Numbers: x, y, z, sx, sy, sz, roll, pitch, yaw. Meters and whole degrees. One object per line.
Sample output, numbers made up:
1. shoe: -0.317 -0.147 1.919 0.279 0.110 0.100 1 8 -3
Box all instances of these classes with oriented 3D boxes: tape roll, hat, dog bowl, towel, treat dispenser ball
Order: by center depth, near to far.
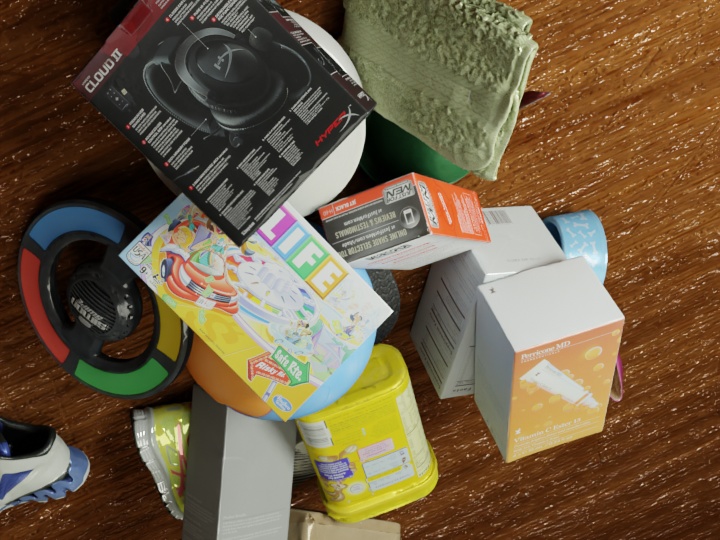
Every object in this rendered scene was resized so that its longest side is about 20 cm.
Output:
1. towel: 0.054 -0.177 0.787 0.036 0.200 0.149 -29 145 -37
2. tape roll: -0.095 -0.131 0.825 0.201 0.037 0.204 0 127 0
3. hat: 0.092 -0.100 0.881 0.165 0.177 0.200 -31 137 5
4. treat dispenser ball: -0.083 0.046 0.930 0.199 0.201 0.202 -13 136 -12
5. dog bowl: 0.227 0.018 1.114 0.049 0.112 0.201 2 132 -14

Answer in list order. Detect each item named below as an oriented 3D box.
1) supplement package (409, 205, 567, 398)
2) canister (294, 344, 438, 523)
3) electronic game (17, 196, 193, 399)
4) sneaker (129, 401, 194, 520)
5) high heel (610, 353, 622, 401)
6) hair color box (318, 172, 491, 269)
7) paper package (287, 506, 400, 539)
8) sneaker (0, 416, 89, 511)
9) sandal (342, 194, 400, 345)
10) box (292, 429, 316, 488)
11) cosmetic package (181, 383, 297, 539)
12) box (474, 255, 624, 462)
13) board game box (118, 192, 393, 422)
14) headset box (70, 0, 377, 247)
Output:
1. supplement package: 0.144 0.038 1.092 0.113 0.110 0.201 -4 133 -21
2. canister: 0.004 0.192 1.102 0.148 0.087 0.201 -19 132 -4
3. electronic game: -0.240 0.028 0.876 0.201 0.200 0.042 -60 169 32
4. sneaker: -0.211 0.233 1.149 0.090 0.078 0.201 -20 137 -8
5. high heel: 0.302 0.089 1.224 0.067 0.096 0.201 -24 138 0
6. hair color box: 0.050 -0.043 0.922 0.101 0.062 0.200 -19 173 21
7. paper package: -0.074 0.368 1.242 0.199 0.104 0.190 -7 160 43
8. sneaker: -0.418 0.223 1.053 0.198 0.081 0.116 -24 134 -11
9. sandal: 0.000 0.000 1.047 0.075 0.045 0.201 -16 123 -17
10. box: -0.065 0.209 1.197 0.199 0.069 0.082 -33 136 9
11. cosmetic package: -0.140 0.232 1.094 0.106 0.090 0.202 3 93 -41
12. box: 0.199 0.100 1.024 0.124 0.098 0.201 -16 136 -9
13. board game box: -0.088 0.011 0.810 0.134 0.034 0.200 -45 96 -4
14. headset box: -0.110 -0.144 0.729 0.200 0.077 0.149 44 105 -5
